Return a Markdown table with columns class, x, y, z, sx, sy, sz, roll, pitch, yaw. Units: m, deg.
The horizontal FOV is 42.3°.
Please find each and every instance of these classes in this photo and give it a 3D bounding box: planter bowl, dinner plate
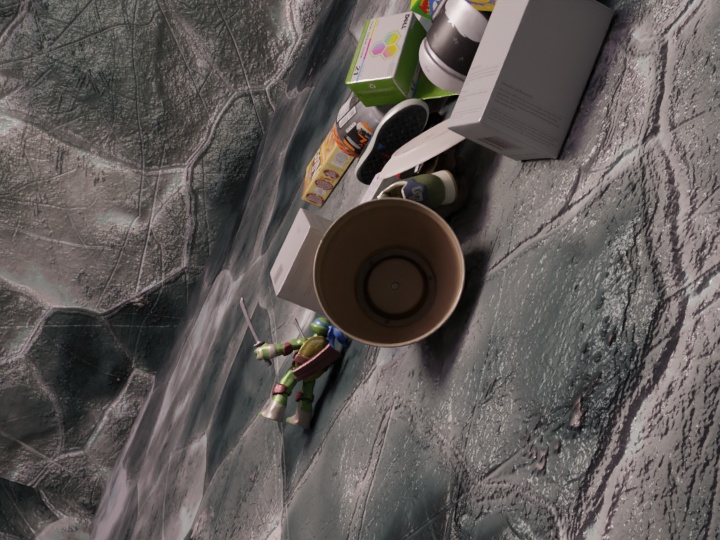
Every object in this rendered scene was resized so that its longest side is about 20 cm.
| class | x | y | z | sx | sy | sz | roll | pitch | yaw |
| --- | --- | --- | --- | --- | --- | --- | --- | --- | --- |
| planter bowl | 0.045 | 0.013 | 1.281 | 0.135 | 0.200 | 0.200 | 55 | -125 | -78 |
| dinner plate | 0.109 | -0.195 | 1.397 | 0.200 | 0.024 | 0.200 | -30 | 11 | 6 |

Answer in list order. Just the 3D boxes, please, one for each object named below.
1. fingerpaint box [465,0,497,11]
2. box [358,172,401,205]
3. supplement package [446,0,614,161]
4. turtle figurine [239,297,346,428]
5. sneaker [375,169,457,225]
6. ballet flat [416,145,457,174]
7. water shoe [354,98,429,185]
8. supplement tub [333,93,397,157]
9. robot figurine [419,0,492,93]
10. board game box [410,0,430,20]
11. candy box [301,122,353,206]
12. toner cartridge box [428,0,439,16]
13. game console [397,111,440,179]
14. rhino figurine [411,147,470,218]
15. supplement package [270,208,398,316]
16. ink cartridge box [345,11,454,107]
| class | x | y | z | sx | sy | sz | roll | pitch | yaw |
| --- | --- | --- | --- | --- | --- | --- | --- | --- | --- |
| fingerpaint box | 0.244 | -0.438 | 1.264 | 0.200 | 0.073 | 0.167 | 21 | 88 | 45 |
| box | 0.011 | -0.086 | 1.561 | 0.039 | 0.041 | 0.200 | -20 | 35 | 50 |
| supplement package | 0.213 | -0.253 | 1.180 | 0.200 | 0.117 | 0.117 | -68 | 16 | -1 |
| turtle figurine | -0.126 | 0.170 | 1.654 | 0.144 | 0.200 | 0.194 | 39 | -113 | -72 |
| sneaker | 0.050 | -0.097 | 1.355 | 0.200 | 0.090 | 0.067 | -19 | 89 | 59 |
| ballet flat | 0.104 | -0.152 | 1.512 | 0.200 | 0.046 | 0.067 | -65 | 17 | 7 |
| water shoe | 0.049 | -0.243 | 1.667 | 0.200 | 0.071 | 0.079 | -49 | 25 | 34 |
| supplement tub | 0.028 | -0.297 | 1.802 | 0.200 | 0.122 | 0.123 | -32 | 38 | 64 |
| robot figurine | 0.176 | -0.368 | 1.439 | 0.200 | 0.125 | 0.150 | -54 | 17 | 38 |
| board game box | 0.182 | -0.523 | 1.653 | 0.200 | 0.101 | 0.048 | -48 | 24 | 49 |
| candy box | -0.068 | -0.256 | 2.164 | 0.200 | 0.055 | 0.116 | -51 | 23 | 43 |
| toner cartridge box | 0.158 | -0.528 | 1.570 | 0.043 | 0.095 | 0.200 | -48 | -41 | -43 |
| game console | 0.077 | -0.168 | 1.660 | 0.177 | 0.031 | 0.200 | -28 | 43 | 56 |
| rhino figurine | 0.104 | -0.102 | 1.416 | 0.200 | 0.060 | 0.088 | 139 | 131 | -56 |
| supplement package | -0.021 | 0.008 | 1.423 | 0.120 | 0.200 | 0.121 | -64 | 16 | 11 |
| ink cartridge box | 0.091 | -0.375 | 1.626 | 0.200 | 0.076 | 0.148 | -1 | 62 | 35 |
